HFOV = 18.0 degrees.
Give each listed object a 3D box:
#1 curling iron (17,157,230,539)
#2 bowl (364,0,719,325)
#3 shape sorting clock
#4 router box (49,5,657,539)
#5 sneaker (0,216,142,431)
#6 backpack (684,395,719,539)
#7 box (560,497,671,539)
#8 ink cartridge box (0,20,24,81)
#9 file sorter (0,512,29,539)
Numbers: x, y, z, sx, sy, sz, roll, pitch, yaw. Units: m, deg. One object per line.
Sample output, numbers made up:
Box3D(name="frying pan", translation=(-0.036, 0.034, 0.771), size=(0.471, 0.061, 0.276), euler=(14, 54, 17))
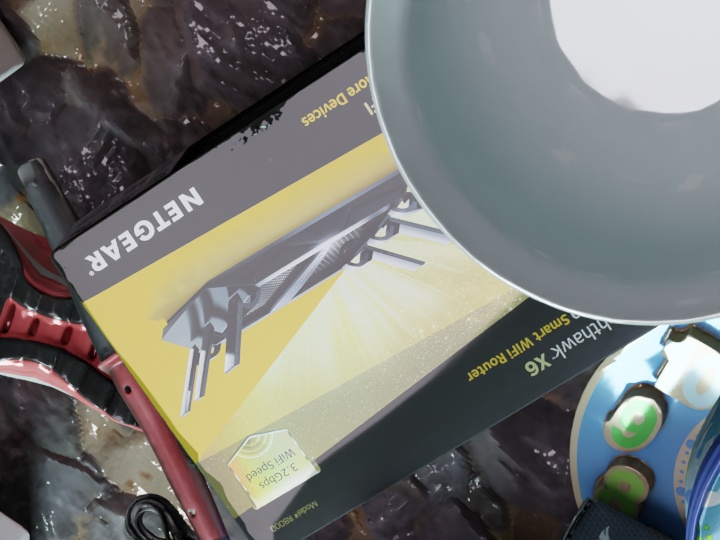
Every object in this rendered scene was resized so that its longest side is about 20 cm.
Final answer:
Box3D(name="curling iron", translation=(-0.104, 0.047, 0.955), size=(0.049, 0.026, 0.202), euler=(-20, 87, 1))
Box3D(name="bowl", translation=(0.106, -0.090, 0.817), size=(0.199, 0.090, 0.203), euler=(4, 109, 11))
Box3D(name="shape sorting clock", translation=(0.180, 0.097, 0.934), size=(0.198, 0.039, 0.202), euler=(12, 121, 20))
Box3D(name="router box", translation=(0.000, 0.000, 0.918), size=(0.199, 0.052, 0.158), euler=(-32, 101, 14))
Box3D(name="sneaker", translation=(-0.143, 0.022, 1.017), size=(0.199, 0.087, 0.074), euler=(24, 90, 6))
Box3D(name="backpack", translation=(0.215, 0.076, 0.800), size=(0.183, 0.147, 0.200), euler=(42, 102, -1))
Box3D(name="box", translation=(0.154, 0.202, 0.978), size=(0.199, 0.051, 0.158), euler=(28, 141, 9))
Box3D(name="ink cartridge box", translation=(-0.267, -0.057, 0.996), size=(0.199, 0.147, 0.083), euler=(-29, 100, 34))
Box3D(name="file sorter", translation=(-0.275, 0.139, 1.094), size=(0.199, 0.125, 0.139), euler=(32, 158, 5))
